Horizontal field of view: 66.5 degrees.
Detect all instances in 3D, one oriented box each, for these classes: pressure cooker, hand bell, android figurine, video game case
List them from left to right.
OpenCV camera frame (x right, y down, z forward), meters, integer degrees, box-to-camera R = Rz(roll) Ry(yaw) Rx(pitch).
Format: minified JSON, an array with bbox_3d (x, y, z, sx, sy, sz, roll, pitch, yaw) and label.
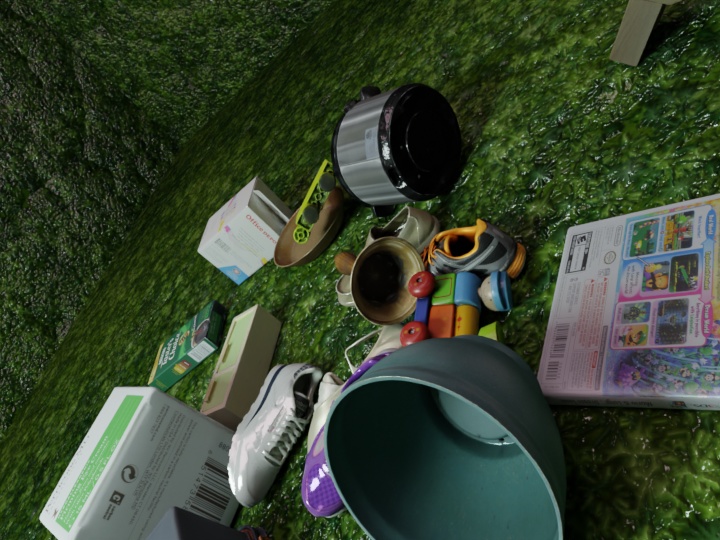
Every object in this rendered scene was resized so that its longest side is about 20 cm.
[{"bbox_3d":[-0.076,-0.140,1.017,0.186,0.040,0.200,-62,9,6],"label":"android figurine"},{"bbox_3d":[0.000,0.000,0.749,0.105,0.104,0.199,-52,21,-7],"label":"hand bell"},{"bbox_3d":[0.045,-0.200,0.897,0.197,0.178,0.180,2,59,53],"label":"pressure cooker"},{"bbox_3d":[0.258,0.026,0.496,0.179,0.024,0.204,-13,45,47],"label":"video game case"}]

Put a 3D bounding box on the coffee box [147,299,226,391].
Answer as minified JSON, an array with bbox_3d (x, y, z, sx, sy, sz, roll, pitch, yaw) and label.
[{"bbox_3d":[-0.379,0.167,1.203,0.198,0.044,0.125,-37,32,23],"label":"coffee box"}]

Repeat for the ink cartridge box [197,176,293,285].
[{"bbox_3d":[-0.246,-0.095,1.236,0.197,0.128,0.127,-34,32,24],"label":"ink cartridge box"}]

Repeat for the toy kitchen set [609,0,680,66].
[{"bbox_3d":[0.432,-0.348,0.637,0.195,0.181,0.167,24,73,18],"label":"toy kitchen set"}]

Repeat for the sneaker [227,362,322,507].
[{"bbox_3d":[-0.114,0.217,0.751,0.078,0.077,0.205,-9,49,36],"label":"sneaker"}]

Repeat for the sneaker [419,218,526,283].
[{"bbox_3d":[0.108,-0.012,0.695,0.197,0.077,0.080,-24,39,41],"label":"sneaker"}]

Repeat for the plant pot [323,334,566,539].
[{"bbox_3d":[0.083,0.141,0.465,0.197,0.205,0.134,-22,11,39],"label":"plant pot"}]

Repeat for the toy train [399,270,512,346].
[{"bbox_3d":[0.106,0.087,0.591,0.112,0.085,0.205,-12,44,28],"label":"toy train"}]

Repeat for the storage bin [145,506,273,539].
[{"bbox_3d":[-0.163,0.352,0.594,0.147,0.134,0.199,-51,30,-5],"label":"storage bin"}]

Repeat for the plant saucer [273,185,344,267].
[{"bbox_3d":[-0.096,-0.081,1.103,0.197,0.035,0.204,-34,33,25],"label":"plant saucer"}]

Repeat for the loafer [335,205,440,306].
[{"bbox_3d":[0.029,-0.027,0.830,0.199,0.068,0.077,-41,30,15],"label":"loafer"}]

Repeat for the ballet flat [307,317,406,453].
[{"bbox_3d":[-0.009,0.138,0.691,0.200,0.070,0.069,-45,29,-2],"label":"ballet flat"}]

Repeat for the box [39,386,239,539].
[{"bbox_3d":[-0.286,0.296,0.763,0.168,0.199,0.204,-13,45,48],"label":"box"}]

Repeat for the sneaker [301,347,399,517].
[{"bbox_3d":[-0.009,0.173,0.602,0.079,0.088,0.204,30,85,19],"label":"sneaker"}]

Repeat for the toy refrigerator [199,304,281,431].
[{"bbox_3d":[-0.203,0.164,0.934,0.075,0.070,0.205,-26,37,34],"label":"toy refrigerator"}]
